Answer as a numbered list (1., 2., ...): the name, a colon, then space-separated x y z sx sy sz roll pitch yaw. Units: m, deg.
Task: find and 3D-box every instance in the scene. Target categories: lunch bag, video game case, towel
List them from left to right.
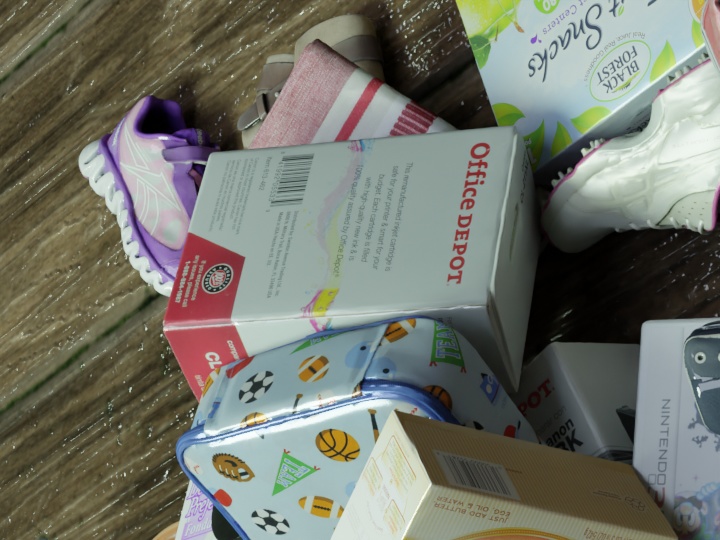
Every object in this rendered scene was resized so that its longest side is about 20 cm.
1. lunch bag: 0.008 0.111 1.381 0.199 0.161 0.076 -12 37 35
2. towel: 0.014 -0.033 1.526 0.199 0.023 0.145 34 99 17
3. video game case: 0.237 0.113 1.289 0.199 0.024 0.184 -3 72 29

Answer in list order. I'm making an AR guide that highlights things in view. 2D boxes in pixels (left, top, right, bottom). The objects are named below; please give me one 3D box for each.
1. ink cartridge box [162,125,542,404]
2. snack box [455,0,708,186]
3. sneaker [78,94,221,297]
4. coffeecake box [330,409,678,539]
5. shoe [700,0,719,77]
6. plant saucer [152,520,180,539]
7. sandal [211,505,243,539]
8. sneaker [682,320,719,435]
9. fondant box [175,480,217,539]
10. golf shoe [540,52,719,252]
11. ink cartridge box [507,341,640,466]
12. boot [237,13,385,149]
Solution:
1. ink cartridge box: 0.000 0.000 1.439 0.198 0.083 0.146 -4 46 18
2. snack box: 0.154 -0.158 1.449 0.200 0.053 0.143 -37 62 39
3. sneaker: -0.128 -0.052 1.738 0.089 0.080 0.201 -52 50 21
4. coffeecake box: 0.053 0.190 1.307 0.201 0.152 0.073 -65 27 22
5. shoe: 0.240 -0.071 1.276 0.071 0.091 0.201 -30 83 5
6. plant saucer: -0.100 0.273 1.704 0.199 0.037 0.202 -5 83 47
7. sandal: -0.065 0.084 1.535 0.075 0.045 0.201 -23 44 44
8. sneaker: 0.238 0.009 1.241 0.145 0.077 0.204 8 97 33
9. fondant box: -0.061 0.189 1.534 0.144 0.058 0.201 -22 45 45
10. golf shoe: 0.178 -0.049 1.400 0.200 0.075 0.092 -42 74 46
11. ink cartridge box: 0.134 0.161 1.418 0.144 0.083 0.201 -46 55 34
12. boot: -0.002 -0.098 1.612 0.199 0.070 0.148 -11 67 35
